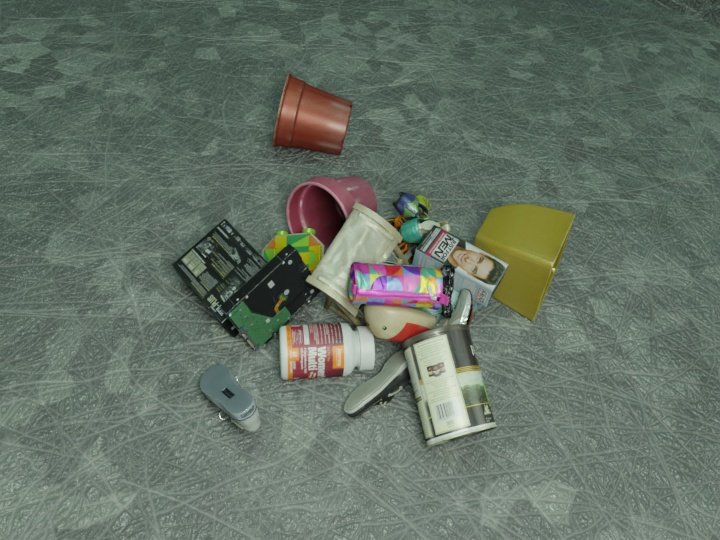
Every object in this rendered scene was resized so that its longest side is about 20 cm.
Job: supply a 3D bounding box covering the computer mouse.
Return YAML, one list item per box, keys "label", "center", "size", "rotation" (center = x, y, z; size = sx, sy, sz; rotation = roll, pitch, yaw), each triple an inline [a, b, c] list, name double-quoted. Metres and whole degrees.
- label: "computer mouse"
  center: [0.116, 0.031, 1.309]
  size: [0.195, 0.044, 0.113]
  rotation: [10, 87, -23]

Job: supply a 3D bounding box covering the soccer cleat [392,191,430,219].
- label: "soccer cleat"
  center: [0.145, -0.152, 1.591]
  size: [0.083, 0.065, 0.199]
  rotation: [40, 15, 18]

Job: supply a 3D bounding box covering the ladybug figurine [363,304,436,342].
- label: "ladybug figurine"
  center: [0.083, 0.111, 1.312]
  size: [0.133, 0.197, 0.074]
  rotation: [8, 85, 42]

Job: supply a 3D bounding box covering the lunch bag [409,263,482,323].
- label: "lunch bag"
  center: [0.187, 0.039, 1.477]
  size: [0.196, 0.078, 0.162]
  rotation: [-18, 56, -21]

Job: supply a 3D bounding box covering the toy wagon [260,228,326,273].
- label: "toy wagon"
  center: [-0.176, -0.016, 1.458]
  size: [0.194, 0.040, 0.160]
  rotation: [-4, 73, 12]

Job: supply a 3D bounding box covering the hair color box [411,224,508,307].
- label: "hair color box"
  center: [0.227, -0.013, 1.436]
  size: [0.197, 0.061, 0.099]
  rotation: [30, 53, 16]

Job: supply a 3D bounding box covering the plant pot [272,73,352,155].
- label: "plant pot"
  center: [-0.130, -0.420, 1.748]
  size: [0.190, 0.203, 0.204]
  rotation: [14, 49, -6]

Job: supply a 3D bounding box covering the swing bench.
- label: "swing bench"
  center: [0.000, 0.000, 1.366]
  size: [0.128, 0.201, 0.201]
  rotation: [29, 77, 17]

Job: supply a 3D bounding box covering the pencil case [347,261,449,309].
- label: "pencil case"
  center: [0.072, 0.030, 1.224]
  size: [0.194, 0.090, 0.090]
  rotation: [3, 50, -8]

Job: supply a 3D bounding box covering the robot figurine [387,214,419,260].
- label: "robot figurine"
  center: [0.083, -0.063, 1.559]
  size: [0.143, 0.059, 0.200]
  rotation: [34, 54, 16]

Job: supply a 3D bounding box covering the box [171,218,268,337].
- label: "box"
  center: [-0.292, 0.015, 1.398]
  size: [0.163, 0.087, 0.199]
  rotation: [-43, 65, -13]

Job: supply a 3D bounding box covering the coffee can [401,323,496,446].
- label: "coffee can"
  center: [0.173, 0.227, 1.241]
  size: [0.142, 0.147, 0.205]
  rotation: [-9, 72, -15]

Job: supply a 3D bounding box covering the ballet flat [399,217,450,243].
- label: "ballet flat"
  center: [0.182, -0.094, 1.546]
  size: [0.197, 0.069, 0.069]
  rotation: [0, 77, -44]

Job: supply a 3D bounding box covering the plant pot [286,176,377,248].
- label: "plant pot"
  center: [-0.056, -0.143, 1.534]
  size: [0.198, 0.204, 0.178]
  rotation: [32, 38, 19]

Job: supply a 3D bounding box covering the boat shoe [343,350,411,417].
- label: "boat shoe"
  center: [0.048, 0.246, 1.302]
  size: [0.199, 0.061, 0.073]
  rotation: [-39, 21, -33]

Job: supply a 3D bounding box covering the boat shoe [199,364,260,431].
- label: "boat shoe"
  center: [-0.251, 0.261, 1.243]
  size: [0.074, 0.088, 0.200]
  rotation: [-36, 33, -26]

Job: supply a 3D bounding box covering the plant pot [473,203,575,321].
- label: "plant pot"
  center: [0.374, -0.041, 1.505]
  size: [0.196, 0.199, 0.195]
  rotation: [22, 50, 19]

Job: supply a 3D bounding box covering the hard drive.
- label: "hard drive"
  center: [-0.188, 0.060, 1.336]
  size: [0.200, 0.141, 0.038]
  rotation: [-45, 45, -14]

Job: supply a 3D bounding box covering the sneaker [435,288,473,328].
- label: "sneaker"
  center: [0.186, 0.130, 1.371]
  size: [0.090, 0.076, 0.205]
  rotation: [17, 77, 18]

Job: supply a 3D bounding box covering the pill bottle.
- label: "pill bottle"
  center: [-0.072, 0.168, 1.317]
  size: [0.194, 0.111, 0.112]
  rotation: [-2, 50, -9]
